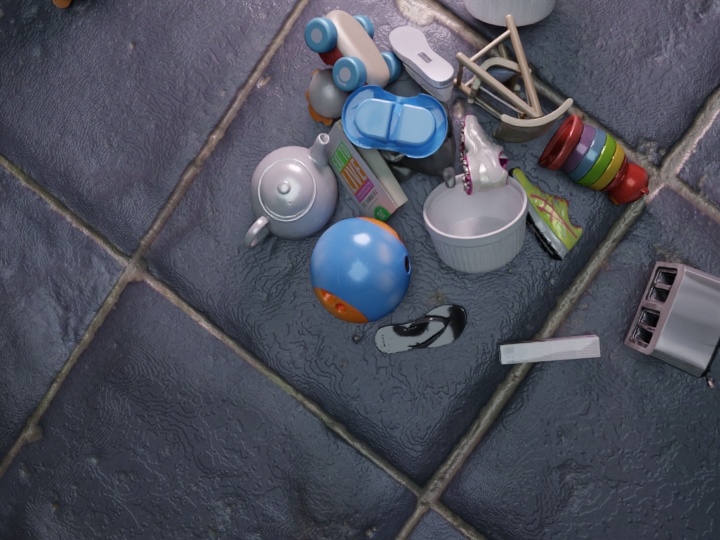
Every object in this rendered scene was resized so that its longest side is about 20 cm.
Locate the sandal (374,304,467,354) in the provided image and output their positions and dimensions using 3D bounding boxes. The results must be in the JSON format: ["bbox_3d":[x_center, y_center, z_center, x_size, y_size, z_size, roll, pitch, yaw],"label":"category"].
[{"bbox_3d":[0.125,0.128,1.422,0.196,0.043,0.078,-20,90,6],"label":"sandal"}]

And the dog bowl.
[{"bbox_3d":[0.064,-0.271,1.290,0.195,0.050,0.114,12,96,10],"label":"dog bowl"}]

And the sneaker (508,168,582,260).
[{"bbox_3d":[0.362,-0.124,1.380,0.090,0.078,0.202,-36,93,-2],"label":"sneaker"}]

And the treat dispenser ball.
[{"bbox_3d":[0.000,0.000,1.353,0.195,0.201,0.206,0,92,6],"label":"treat dispenser ball"}]

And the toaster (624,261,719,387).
[{"bbox_3d":[0.592,0.090,1.294,0.116,0.200,0.185,20,94,1],"label":"toaster"}]

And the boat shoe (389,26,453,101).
[{"bbox_3d":[0.121,-0.406,1.379,0.071,0.066,0.201,-30,56,-14],"label":"boat shoe"}]

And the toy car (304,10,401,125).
[{"bbox_3d":[-0.055,-0.383,1.388,0.199,0.184,0.178,-39,87,34],"label":"toy car"}]

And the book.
[{"bbox_3d":[0.004,-0.190,1.387,0.048,0.134,0.202,-33,87,-27],"label":"book"}]

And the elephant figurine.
[{"bbox_3d":[0.085,-0.248,1.386,0.195,0.156,0.144,-7,124,16],"label":"elephant figurine"}]

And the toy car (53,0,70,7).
[{"bbox_3d":[-0.583,-0.637,1.441,0.185,0.175,0.201,47,129,16],"label":"toy car"}]

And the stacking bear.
[{"bbox_3d":[0.463,-0.199,1.349,0.197,0.122,0.115,31,102,-5],"label":"stacking bear"}]

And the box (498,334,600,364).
[{"bbox_3d":[0.375,0.158,1.398,0.195,0.039,0.043,-6,92,6],"label":"box"}]

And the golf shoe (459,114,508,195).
[{"bbox_3d":[0.236,-0.224,1.350,0.089,0.076,0.203,-2,52,4],"label":"golf shoe"}]

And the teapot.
[{"bbox_3d":[-0.142,-0.153,1.392,0.192,0.146,0.205,-5,92,7],"label":"teapot"}]

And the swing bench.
[{"bbox_3d":[0.279,-0.333,1.314,0.129,0.199,0.202,-35,87,6],"label":"swing bench"}]

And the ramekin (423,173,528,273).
[{"bbox_3d":[0.223,-0.087,1.333,0.195,0.202,0.106,-13,130,7],"label":"ramekin"}]

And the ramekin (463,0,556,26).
[{"bbox_3d":[0.283,-0.546,1.314,0.195,0.099,0.203,-2,47,2],"label":"ramekin"}]
